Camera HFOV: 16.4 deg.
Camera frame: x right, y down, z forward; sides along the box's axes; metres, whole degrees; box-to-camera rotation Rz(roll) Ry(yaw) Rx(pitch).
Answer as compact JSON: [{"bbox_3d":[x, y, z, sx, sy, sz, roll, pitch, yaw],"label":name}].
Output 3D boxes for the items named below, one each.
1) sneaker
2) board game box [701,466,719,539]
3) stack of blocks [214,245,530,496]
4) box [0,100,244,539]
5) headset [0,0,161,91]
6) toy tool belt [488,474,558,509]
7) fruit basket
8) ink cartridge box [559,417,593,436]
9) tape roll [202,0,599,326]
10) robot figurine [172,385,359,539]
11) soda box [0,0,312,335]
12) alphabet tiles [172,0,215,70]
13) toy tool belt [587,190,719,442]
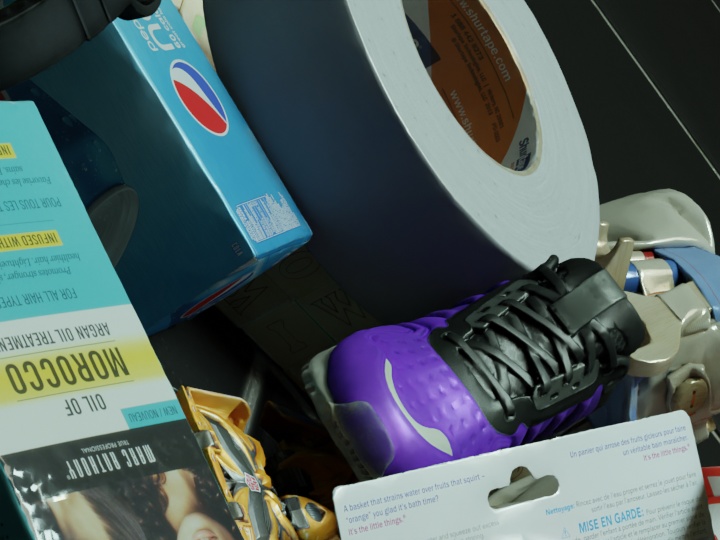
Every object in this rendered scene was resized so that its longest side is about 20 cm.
[{"bbox_3d":[0.052,0.032,0.932,0.070,0.099,0.200,58,20,8],"label":"sneaker"},{"bbox_3d":[0.182,0.179,1.149,0.046,0.150,0.201,102,-19,-44],"label":"board game box"},{"bbox_3d":[0.000,0.000,1.072,0.200,0.058,0.116,46,30,-32],"label":"stack of blocks"},{"bbox_3d":[-0.100,0.047,0.752,0.082,0.049,0.201,-9,66,-50],"label":"box"},{"bbox_3d":[-0.107,-0.112,0.849,0.200,0.123,0.094,-48,137,-31],"label":"headset"},{"bbox_3d":[0.089,0.174,0.991,0.122,0.125,0.201,-12,68,-42],"label":"toy tool belt"},{"bbox_3d":[0.069,0.160,0.866,0.185,0.093,0.201,-9,82,-43],"label":"fruit basket"},{"bbox_3d":[0.188,0.196,1.286,0.198,0.047,0.201,42,27,-42],"label":"ink cartridge box"},{"bbox_3d":[0.021,-0.073,1.037,0.200,0.066,0.201,43,31,-35],"label":"tape roll"},{"bbox_3d":[-0.026,0.099,0.873,0.200,0.058,0.146,28,32,-56],"label":"robot figurine"},{"bbox_3d":[-0.104,-0.077,0.941,0.201,0.068,0.064,59,21,3],"label":"soda box"},{"bbox_3d":[-0.074,-0.097,1.134,0.200,0.015,0.196,51,20,-20],"label":"alphabet tiles"},{"bbox_3d":[0.131,0.037,1.202,0.200,0.122,0.126,-140,-133,-56],"label":"toy tool belt"}]
